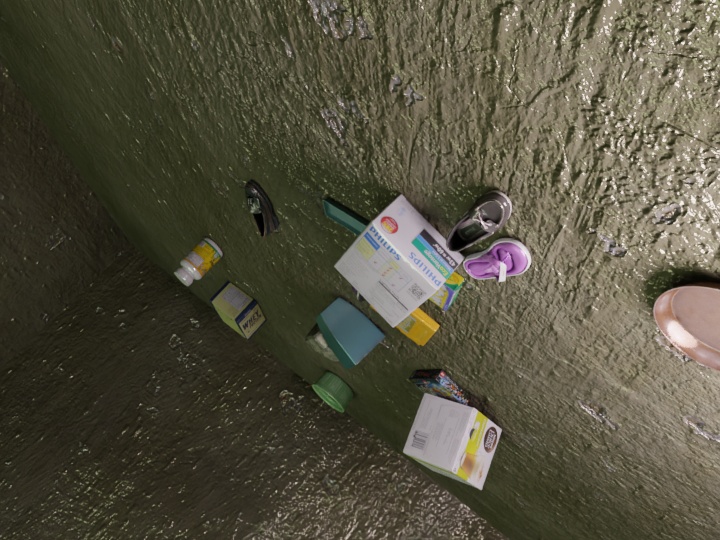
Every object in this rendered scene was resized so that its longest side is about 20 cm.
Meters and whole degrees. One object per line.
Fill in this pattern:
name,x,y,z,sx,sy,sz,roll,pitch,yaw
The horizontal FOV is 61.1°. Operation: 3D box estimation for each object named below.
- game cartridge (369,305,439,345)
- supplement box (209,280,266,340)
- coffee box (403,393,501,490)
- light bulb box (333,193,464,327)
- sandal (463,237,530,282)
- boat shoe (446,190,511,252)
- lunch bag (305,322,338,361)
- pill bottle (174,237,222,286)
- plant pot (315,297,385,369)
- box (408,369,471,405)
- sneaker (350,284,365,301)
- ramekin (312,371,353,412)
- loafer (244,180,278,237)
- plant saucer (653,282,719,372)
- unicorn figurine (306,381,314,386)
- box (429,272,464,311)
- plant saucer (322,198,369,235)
game cartridge,0.121,0.128,1.735,0.199,0.032,0.177,40,159,9
supplement box,-0.590,0.194,2.946,0.199,0.135,0.201,32,157,24
coffee box,0.290,0.534,1.914,0.198,0.202,0.197,5,153,46
light bulb box,0.079,-0.017,1.318,0.198,0.125,0.200,45,141,1
sandal,0.264,-0.006,1.203,0.082,0.050,0.202,43,159,-5
boat shoe,0.216,-0.082,1.132,0.067,0.057,0.200,41,159,0
lunch bag,-0.088,0.249,2.178,0.168,0.140,0.200,45,159,-7
pill bottle,-0.690,-0.034,2.591,0.112,0.200,0.113,34,158,16
plant pot,-0.047,0.199,2.023,0.200,0.141,0.141,49,159,1
box,0.255,0.382,1.981,0.137,0.038,0.200,45,159,-9
sneaker,0.000,0.000,1.646,0.088,0.075,0.201,54,154,24
ramekin,-0.128,0.579,2.935,0.199,0.098,0.201,35,158,16
loafer,-0.305,-0.178,1.838,0.071,0.063,0.201,26,154,33
plant saucer,0.545,0.084,0.915,0.199,0.035,0.201,34,157,17
unicorn figurine,-0.172,0.648,3.202,0.198,0.074,0.138,14,139,25
box,0.142,0.001,1.436,0.199,0.048,0.118,37,157,16
plant saucer,-0.011,-0.115,1.516,0.199,0.019,0.070,34,158,22
